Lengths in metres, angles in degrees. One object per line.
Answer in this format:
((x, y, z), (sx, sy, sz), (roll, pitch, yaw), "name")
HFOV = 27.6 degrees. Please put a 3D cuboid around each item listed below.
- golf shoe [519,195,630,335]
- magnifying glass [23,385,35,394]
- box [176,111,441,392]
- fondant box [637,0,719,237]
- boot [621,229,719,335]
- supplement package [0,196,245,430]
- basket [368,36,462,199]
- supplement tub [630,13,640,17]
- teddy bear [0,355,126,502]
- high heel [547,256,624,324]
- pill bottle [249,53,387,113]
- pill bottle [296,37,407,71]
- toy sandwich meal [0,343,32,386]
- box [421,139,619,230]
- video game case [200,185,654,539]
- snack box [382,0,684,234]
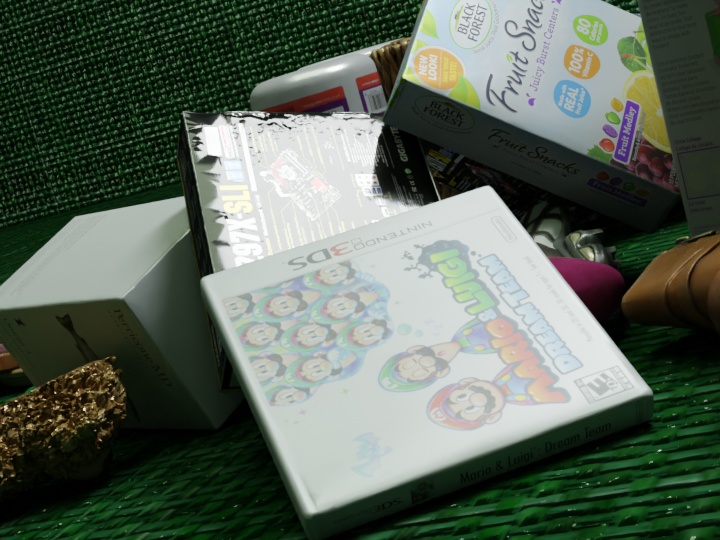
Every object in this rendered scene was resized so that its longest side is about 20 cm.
((0.109, 0.002, 0.968), (0.094, 0.078, 0.200), (-17, 8, -1), "golf shoe")
((-0.249, 0.109, 1.139), (0.079, 0.023, 0.200), (-12, 8, 21), "magnifying glass")
((-0.024, -0.019, 0.918), (0.158, 0.050, 0.201), (-3, 48, -16), "box")
((0.264, -0.100, 0.908), (0.144, 0.202, 0.058), (-8, 12, 39), "fondant box")
((0.198, 0.012, 0.773), (0.199, 0.074, 0.154), (-8, 2, -43), "boot")
((-0.155, 0.031, 1.031), (0.199, 0.117, 0.117), (-6, 33, 48), "supplement package")
((0.118, -0.127, 1.322), (0.142, 0.202, 0.149), (-4, 13, 42), "basket")
((0.270, -0.143, 1.235), (0.198, 0.142, 0.140), (1, 7, -9), "supplement tub")
((-0.233, 0.123, 0.922), (0.199, 0.067, 0.145), (-24, 1, -9), "teddy bear")
((0.071, 0.046, 0.810), (0.199, 0.068, 0.096), (-15, 16, -14), "high heel")
((-0.016, -0.075, 1.244), (0.112, 0.202, 0.112), (-16, 8, 2), "pill bottle")
((0.019, -0.111, 1.407), (0.119, 0.202, 0.120), (-15, 9, 2), "pill bottle")
((-0.271, 0.049, 1.367), (0.204, 0.071, 0.205), (-16, 9, 3), "toy sandwich meal")
((0.118, -0.082, 1.120), (0.159, 0.050, 0.200), (27, -5, 0), "box")
((0.026, 0.038, 0.768), (0.181, 0.024, 0.200), (-18, 39, -11), "video game case")
((0.129, -0.127, 0.992), (0.053, 0.199, 0.143), (119, 172, -54), "snack box")
